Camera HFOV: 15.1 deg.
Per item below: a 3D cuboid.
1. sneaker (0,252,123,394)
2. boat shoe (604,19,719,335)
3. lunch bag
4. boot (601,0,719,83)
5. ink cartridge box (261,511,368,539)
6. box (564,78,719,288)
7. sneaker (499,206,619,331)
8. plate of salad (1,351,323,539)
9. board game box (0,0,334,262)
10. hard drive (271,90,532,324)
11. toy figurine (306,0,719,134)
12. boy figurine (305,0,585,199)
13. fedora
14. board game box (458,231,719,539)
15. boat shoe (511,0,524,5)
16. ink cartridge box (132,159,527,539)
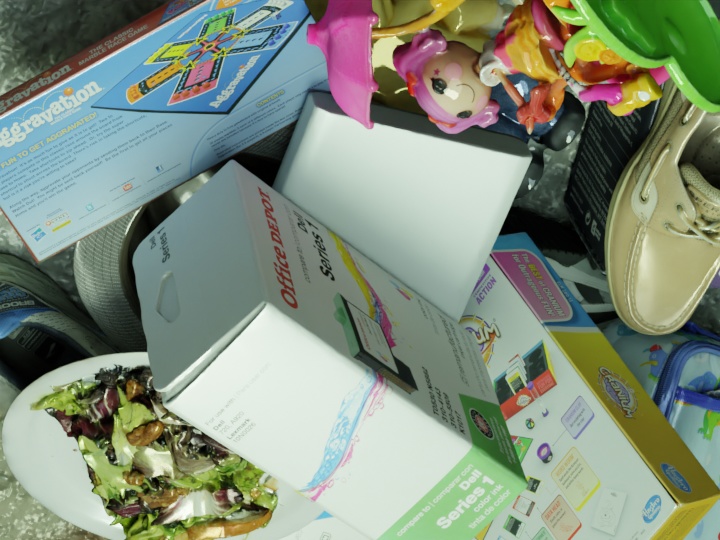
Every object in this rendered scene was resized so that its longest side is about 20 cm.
[{"bbox_3d":[-0.158,0.069,1.627,0.200,0.085,0.077,26,109,-23],"label":"sneaker"},{"bbox_3d":[0.188,-0.047,1.536,0.071,0.065,0.200,6,114,-13],"label":"boat shoe"},{"bbox_3d":[0.199,0.115,1.670,0.200,0.082,0.161,20,88,-54],"label":"lunch bag"},{"bbox_3d":[0.143,-0.218,1.475,0.165,0.066,0.200,-31,98,14],"label":"boot"},{"bbox_3d":[0.030,0.165,1.715,0.200,0.084,0.146,18,111,-19],"label":"ink cartridge box"},{"bbox_3d":[0.223,-0.097,1.614,0.148,0.104,0.200,7,115,-14],"label":"box"},{"bbox_3d":[0.110,0.015,1.662,0.200,0.074,0.089,15,110,-18],"label":"sneaker"},{"bbox_3d":[-0.111,0.116,1.582,0.199,0.048,0.200,4,141,3],"label":"plate of salad"},{"bbox_3d":[-0.112,-0.088,1.475,0.200,0.019,0.103,-28,134,2],"label":"board game box"},{"bbox_3d":[0.000,0.000,1.548,0.132,0.026,0.200,12,120,-20],"label":"hard drive"},{"bbox_3d":[0.069,-0.128,1.438,0.184,0.150,0.200,-23,129,30],"label":"toy figurine"},{"bbox_3d":[0.032,-0.118,1.587,0.200,0.064,0.124,31,106,-23],"label":"boy figurine"},{"bbox_3d":[-0.075,-0.022,1.596,0.200,0.090,0.177,30,108,-26],"label":"fedora"},{"bbox_3d":[0.101,0.102,1.581,0.040,0.200,0.153,-10,146,-44],"label":"board game box"},{"bbox_3d":[0.119,-0.244,1.540,0.072,0.065,0.200,11,113,-17],"label":"boat shoe"},{"bbox_3d":[-0.018,0.052,1.475,0.200,0.145,0.084,36,111,-30],"label":"ink cartridge box"}]
